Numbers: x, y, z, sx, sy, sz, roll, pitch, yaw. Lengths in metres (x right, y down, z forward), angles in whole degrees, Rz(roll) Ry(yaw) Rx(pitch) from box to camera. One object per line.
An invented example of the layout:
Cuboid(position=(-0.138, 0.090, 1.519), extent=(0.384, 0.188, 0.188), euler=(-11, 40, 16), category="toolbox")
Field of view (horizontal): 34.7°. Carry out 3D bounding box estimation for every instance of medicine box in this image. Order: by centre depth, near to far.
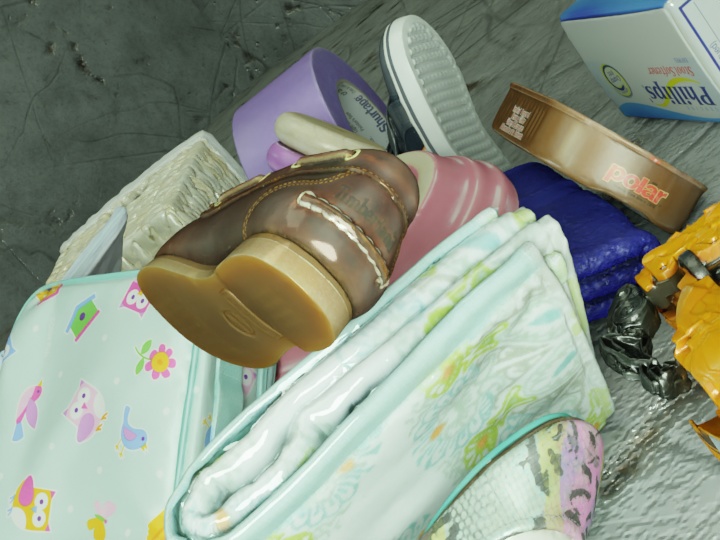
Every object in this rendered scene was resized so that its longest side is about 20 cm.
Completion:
Cuboid(position=(0.271, -0.206, 0.816), extent=(0.199, 0.103, 0.182), euler=(-41, 15, -4), category="medicine box")

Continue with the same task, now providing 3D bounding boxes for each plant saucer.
Cuboid(position=(0.000, 0.000, 0.674), extent=(0.200, 0.051, 0.201), euler=(-38, 20, 17), category="plant saucer")

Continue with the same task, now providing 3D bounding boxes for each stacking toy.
Cuboid(position=(-0.050, -0.003, 0.805), extent=(0.085, 0.084, 0.202), euler=(-119, 48, -75), category="stacking toy")

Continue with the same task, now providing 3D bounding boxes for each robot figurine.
Cuboid(position=(0.179, 0.021, 0.488), extent=(0.144, 0.058, 0.200), euler=(-38, 16, 9), category="robot figurine")

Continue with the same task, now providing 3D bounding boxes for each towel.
Cuboid(position=(0.025, 0.082, 0.512), extent=(0.199, 0.172, 0.048), euler=(-40, 52, -7), category="towel")
Cuboid(position=(0.088, -0.005, 0.719), extent=(0.146, 0.050, 0.200), euler=(-24, 20, -3), category="towel")

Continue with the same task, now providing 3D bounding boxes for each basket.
Cuboid(position=(-0.157, 0.027, 1.035), extent=(0.197, 0.200, 0.161), euler=(-34, 22, 20), category="basket")

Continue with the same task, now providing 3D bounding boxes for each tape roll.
Cuboid(position=(-0.009, -0.074, 0.937), extent=(0.084, 0.201, 0.201), euler=(-33, 16, 18), category="tape roll")

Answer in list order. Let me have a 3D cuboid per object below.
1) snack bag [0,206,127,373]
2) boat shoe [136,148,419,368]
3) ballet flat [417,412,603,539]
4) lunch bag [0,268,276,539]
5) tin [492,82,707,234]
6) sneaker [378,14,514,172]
Cuboid(position=(-0.196, 0.077, 0.760), extent=(0.190, 0.021, 0.201), euler=(-63, -7, -45), category="snack bag")
Cuboid(position=(-0.037, -0.004, 0.491), extent=(0.071, 0.070, 0.199), euler=(-53, 19, -21), category="boat shoe")
Cuboid(position=(0.037, 0.149, 0.482), extent=(0.200, 0.069, 0.071), euler=(-43, 34, 9), category="ballet flat")
Cuboid(position=(-0.122, 0.103, 0.609), extent=(0.158, 0.077, 0.203), euler=(-8, 67, 30), category="lunch bag")
Cuboid(position=(0.147, -0.073, 0.733), extent=(0.200, 0.111, 0.042), euler=(-110, 44, -75), category="tin")
Cuboid(position=(0.049, -0.089, 0.829), extent=(0.078, 0.201, 0.079), euler=(-11, 42, 29), category="sneaker")
